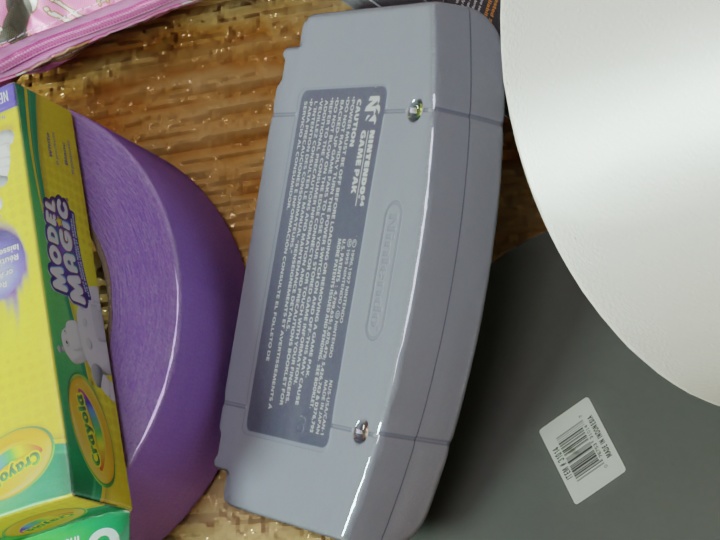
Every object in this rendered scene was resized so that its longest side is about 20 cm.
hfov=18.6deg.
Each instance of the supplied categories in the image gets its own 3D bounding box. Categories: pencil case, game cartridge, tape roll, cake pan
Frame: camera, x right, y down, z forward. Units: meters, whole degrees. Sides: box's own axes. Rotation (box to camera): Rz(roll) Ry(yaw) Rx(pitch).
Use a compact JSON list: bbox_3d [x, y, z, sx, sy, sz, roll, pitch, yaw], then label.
[{"bbox_3d":[-0.100,-0.139,0.945,0.200,0.087,0.083,-18,101,21],"label":"pencil case"},{"bbox_3d":[0.000,0.000,0.838,0.133,0.041,0.201,6,86,64],"label":"game cartridge"},{"bbox_3d":[-0.147,0.032,0.930,0.200,0.066,0.201,-7,74,25],"label":"tape roll"},{"bbox_3d":[0.091,0.067,0.802,0.200,0.037,0.201,-13,65,31],"label":"cake pan"},{"bbox_3d":[0.159,-0.066,0.666,0.139,0.202,0.203,-19,67,46],"label":"tape roll"}]

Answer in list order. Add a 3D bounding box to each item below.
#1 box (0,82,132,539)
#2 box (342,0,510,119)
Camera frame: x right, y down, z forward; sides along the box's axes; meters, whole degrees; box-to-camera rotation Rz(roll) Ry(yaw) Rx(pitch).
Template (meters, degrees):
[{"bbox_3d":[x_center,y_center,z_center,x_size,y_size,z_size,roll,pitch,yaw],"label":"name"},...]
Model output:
[{"bbox_3d":[-0.159,0.039,0.872,0.117,0.048,0.200,-20,70,21],"label":"box"},{"bbox_3d":[0.078,-0.159,0.823,0.158,0.048,0.200,38,125,33],"label":"box"}]
